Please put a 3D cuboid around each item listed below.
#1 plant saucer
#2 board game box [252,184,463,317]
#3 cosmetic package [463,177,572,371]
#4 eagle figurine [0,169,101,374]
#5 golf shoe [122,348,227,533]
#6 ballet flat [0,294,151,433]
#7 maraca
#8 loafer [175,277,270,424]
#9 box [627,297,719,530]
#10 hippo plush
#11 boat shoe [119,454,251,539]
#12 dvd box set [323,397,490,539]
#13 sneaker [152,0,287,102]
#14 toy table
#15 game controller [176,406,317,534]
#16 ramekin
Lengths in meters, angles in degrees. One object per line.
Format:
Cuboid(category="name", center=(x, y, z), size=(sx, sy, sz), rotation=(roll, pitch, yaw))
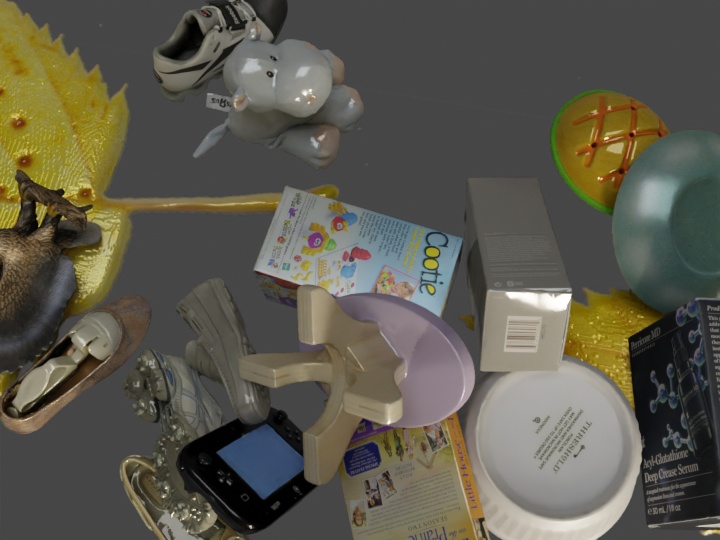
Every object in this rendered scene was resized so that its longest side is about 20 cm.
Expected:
Cuboid(category="plant saucer", center=(0.363, -0.048, 0.925), size=(0.199, 0.039, 0.203), rotation=(-2, 97, -18))
Cuboid(category="board game box", center=(0.000, 0.000, 0.941), size=(0.198, 0.103, 0.106), rotation=(17, 72, 9))
Cuboid(category="cosmetic package", center=(0.154, -0.002, 0.890), size=(0.089, 0.108, 0.201), rotation=(0, 39, 4))
Cuboid(category="eagle figurine", center=(-0.385, -0.003, 0.949), size=(0.150, 0.152, 0.201), rotation=(25, 93, -17))
Cuboid(category="golf shoe", center=(-0.166, 0.167, 0.885), size=(0.078, 0.097, 0.201), rotation=(-45, 55, 30))
Cuboid(category="ballet flat", center=(-0.308, 0.098, 0.940), size=(0.068, 0.067, 0.200), rotation=(40, 76, 14))
Cuboid(category="maraca", center=(0.300, -0.116, 0.969), size=(0.137, 0.107, 0.200), rotation=(-43, 82, -10))
Cuboid(category="loafer", center=(-0.147, 0.089, 0.910), size=(0.069, 0.070, 0.200), rotation=(-27, 42, -3))
Cuboid(category="box", center=(0.349, 0.144, 0.843), size=(0.106, 0.149, 0.202), rotation=(4, 70, -8))
Cuboid(category="hippo plush", center=(-0.096, -0.221, 0.992), size=(0.198, 0.161, 0.161), rotation=(8, 71, 5))
Cuboid(category="boat shoe", center=(-0.168, 0.265, 0.877), size=(0.073, 0.063, 0.201), rotation=(-41, 74, -11))
Cuboid(category="dvd box set", center=(0.044, 0.204, 0.866), size=(0.146, 0.029, 0.202), rotation=(-28, 66, 32))
Cuboid(category="sneaker", center=(-0.169, -0.294, 1.062), size=(0.074, 0.089, 0.200), rotation=(42, 76, 17))
Cuboid(category="toy table", center=(-0.009, 0.094, 0.811), size=(0.199, 0.117, 0.186), rotation=(-5, 98, 40))
Cuboid(category="game controller", center=(-0.097, 0.188, 0.840), size=(0.104, 0.200, 0.042), rotation=(33, 105, 14))
Cuboid(category="ramekin", center=(0.188, 0.175, 0.876), size=(0.200, 0.094, 0.204), rotation=(-1, 70, 2))
